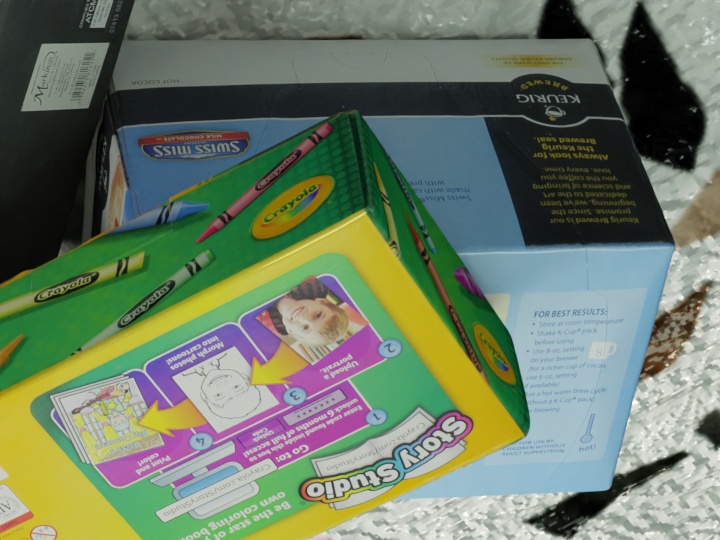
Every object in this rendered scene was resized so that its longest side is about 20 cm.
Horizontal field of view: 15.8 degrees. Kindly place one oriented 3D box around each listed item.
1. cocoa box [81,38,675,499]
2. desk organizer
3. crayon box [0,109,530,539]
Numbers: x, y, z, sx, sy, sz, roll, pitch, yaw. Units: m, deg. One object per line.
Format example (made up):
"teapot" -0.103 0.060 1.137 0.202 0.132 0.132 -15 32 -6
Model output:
"cocoa box" 0.000 0.000 0.992 0.200 0.131 0.134 -1 131 -13
"desk organizer" -0.153 -0.043 0.951 0.072 0.077 0.200 -10 126 -52
"crayon box" -0.058 0.043 0.888 0.200 0.058 0.119 -26 128 13
